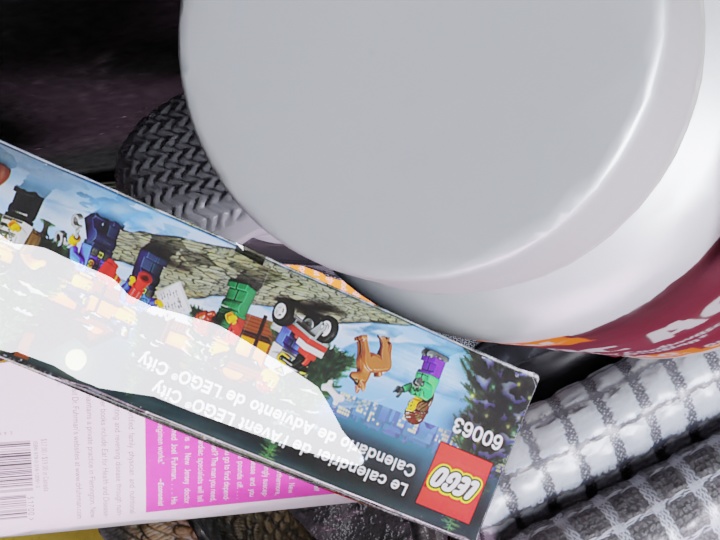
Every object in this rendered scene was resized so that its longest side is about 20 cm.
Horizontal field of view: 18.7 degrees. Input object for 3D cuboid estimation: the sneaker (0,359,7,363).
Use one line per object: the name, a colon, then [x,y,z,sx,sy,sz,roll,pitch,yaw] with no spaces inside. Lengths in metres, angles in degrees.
sneaker: [-0.180,0.023,0.657,0.200,0.075,0.090,-12,150,4]

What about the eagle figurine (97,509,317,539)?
eagle figurine: [-0.055,0.099,0.962,0.151,0.200,0.152,-14,171,21]

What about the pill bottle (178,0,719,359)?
pill bottle: [0.045,-0.039,0.487,0.114,0.114,0.200,-15,171,20]

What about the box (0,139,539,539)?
box: [-0.066,0.004,0.494,0.136,0.038,0.200,25,175,-23]

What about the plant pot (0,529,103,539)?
plant pot: [-0.217,0.157,1.324,0.200,0.142,0.200,-11,171,-2]

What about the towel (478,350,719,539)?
towel: [0.124,0.090,0.713,0.165,0.086,0.200,-28,149,-4]

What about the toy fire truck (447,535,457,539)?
toy fire truck: [0.097,0.064,0.863,0.112,0.168,0.200,32,-178,-6]

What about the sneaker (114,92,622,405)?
sneaker: [0.021,-0.001,0.658,0.200,0.076,0.114,-5,132,-21]

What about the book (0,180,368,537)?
book: [-0.041,0.031,0.759,0.200,0.048,0.134,-4,128,-11]
